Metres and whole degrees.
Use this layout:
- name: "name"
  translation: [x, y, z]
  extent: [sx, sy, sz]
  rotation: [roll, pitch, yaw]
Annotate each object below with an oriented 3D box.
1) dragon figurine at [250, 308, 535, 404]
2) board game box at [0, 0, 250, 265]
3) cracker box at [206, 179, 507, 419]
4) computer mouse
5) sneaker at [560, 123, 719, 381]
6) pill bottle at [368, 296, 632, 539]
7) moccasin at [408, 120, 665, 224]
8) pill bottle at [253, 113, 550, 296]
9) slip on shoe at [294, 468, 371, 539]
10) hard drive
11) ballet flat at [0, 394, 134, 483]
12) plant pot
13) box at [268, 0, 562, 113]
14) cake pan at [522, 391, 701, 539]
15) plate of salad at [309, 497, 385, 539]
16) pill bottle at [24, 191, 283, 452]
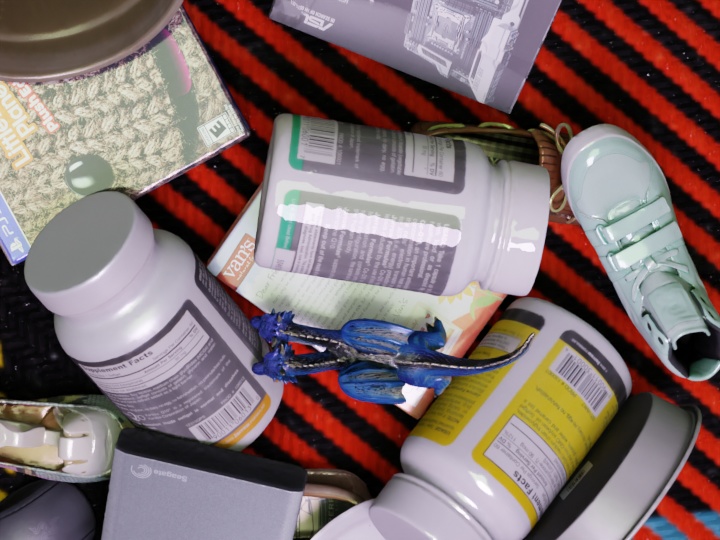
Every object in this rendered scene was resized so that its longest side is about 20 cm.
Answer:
- name: "dragon figurine"
  translation: [0.018, 0.063, 1.409]
  extent: [0.199, 0.099, 0.059]
  rotation: [7, 95, 27]
- name: "board game box"
  translation: [-0.204, -0.123, 1.462]
  extent: [0.199, 0.097, 0.160]
  rotation: [-29, 95, 0]
- name: "cracker box"
  translation: [0.000, 0.000, 1.500]
  extent: [0.200, 0.058, 0.134]
  rotation: [36, 91, -5]
- name: "computer mouse"
  translation: [-0.279, 0.259, 1.514]
  extent: [0.199, 0.046, 0.141]
  rotation: [-29, 94, 0]
- name: "sneaker"
  translation: [0.216, -0.010, 1.440]
  extent: [0.074, 0.118, 0.201]
  rotation: [-29, 122, 1]
- name: "pill bottle"
  translation: [0.101, 0.128, 1.457]
  extent: [0.114, 0.114, 0.200]
  rotation: [41, 71, -5]
- name: "moccasin"
  translation: [0.132, -0.078, 1.488]
  extent: [0.200, 0.078, 0.074]
  rotation: [15, 93, -5]
- name: "pill bottle"
  translation: [0.029, -0.043, 1.414]
  extent: [0.199, 0.113, 0.114]
  rotation: [9, 94, -5]
- name: "slip on shoe"
  translation: [-0.089, 0.191, 1.509]
  extent: [0.199, 0.061, 0.077]
  rotation: [-3, 95, -2]
- name: "hard drive"
  translation: [-0.124, 0.210, 1.470]
  extent: [0.139, 0.033, 0.201]
  rotation: [13, 127, 0]
- name: "ballet flat"
  translation: [-0.243, 0.126, 1.493]
  extent: [0.199, 0.071, 0.070]
  rotation: [5, 91, -3]
- name: "plant pot"
  translation: [-0.226, -0.256, 1.342]
  extent: [0.199, 0.200, 0.174]
  rotation: [-15, 57, -1]
- name: "box"
  translation: [0.050, -0.225, 1.458]
  extent: [0.199, 0.050, 0.158]
  rotation: [22, 120, -4]
- name: "cake pan"
  translation: [0.170, 0.166, 1.448]
  extent: [0.037, 0.200, 0.200]
  rotation: [40, 92, -4]
- name: "plate of salad"
  translation: [0.023, 0.267, 1.495]
  extent: [0.199, 0.048, 0.201]
  rotation: [-7, 106, -27]
- name: "pill bottle"
  translation: [-0.149, 0.043, 1.428]
  extent: [0.116, 0.116, 0.200]
  rotation: [-36, 128, 1]
